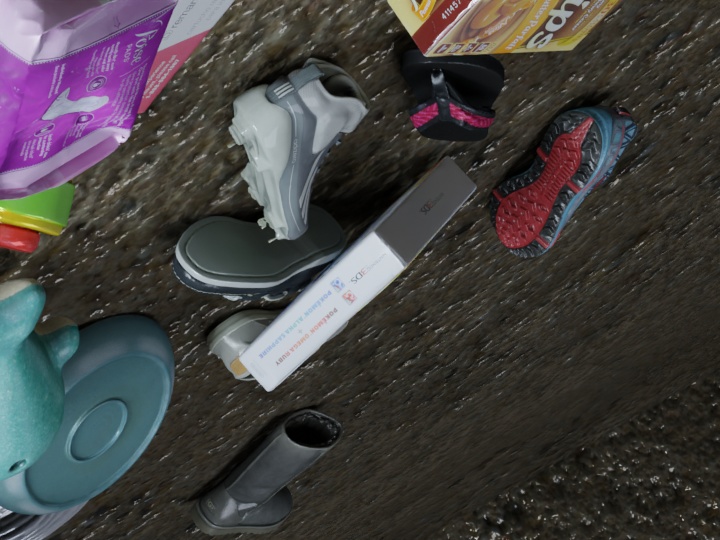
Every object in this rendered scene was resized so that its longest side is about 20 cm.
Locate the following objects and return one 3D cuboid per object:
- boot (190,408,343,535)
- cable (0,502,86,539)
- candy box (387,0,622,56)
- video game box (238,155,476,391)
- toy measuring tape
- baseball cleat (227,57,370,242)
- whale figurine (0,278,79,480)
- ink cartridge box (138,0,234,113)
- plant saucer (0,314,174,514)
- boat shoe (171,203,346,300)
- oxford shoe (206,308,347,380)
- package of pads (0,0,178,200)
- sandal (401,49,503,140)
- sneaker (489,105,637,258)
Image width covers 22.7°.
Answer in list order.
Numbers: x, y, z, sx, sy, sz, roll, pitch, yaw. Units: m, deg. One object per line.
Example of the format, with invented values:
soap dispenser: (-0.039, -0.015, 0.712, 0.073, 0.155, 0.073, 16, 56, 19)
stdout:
boot: (-0.091, 0.235, 2.135, 0.200, 0.073, 0.181, -49, 160, 26)
cable: (-0.324, 0.205, 1.590, 0.199, 0.069, 0.200, -34, 163, 2)
candy box: (0.122, -0.209, 1.264, 0.115, 0.056, 0.199, -44, 160, 33)
video game box: (0.000, 0.000, 1.541, 0.182, 0.047, 0.200, -40, -177, 29)
toy measuring tape: (-0.218, -0.051, 1.049, 0.073, 0.074, 0.200, -35, 165, 9)
baseball cleat: (-0.038, -0.085, 1.298, 0.106, 0.070, 0.200, -30, 164, -7)
whale figurine: (-0.265, 0.084, 1.294, 0.158, 0.104, 0.200, -22, 161, -30)
ink cartridge box: (-0.160, -0.144, 0.876, 0.199, 0.083, 0.146, -12, 154, -51)
plant saucer: (-0.227, 0.128, 1.503, 0.200, 0.027, 0.201, -36, 148, -27)
boat shoe: (-0.085, -0.004, 1.431, 0.199, 0.076, 0.060, -9, 146, -53)
oxford shoe: (-0.071, 0.070, 1.700, 0.075, 0.058, 0.200, -43, 163, 25)
package of pads: (-0.161, -0.136, 0.693, 0.075, 0.200, 0.121, -30, 164, -32)
sandal: (0.071, -0.121, 1.366, 0.074, 0.045, 0.200, 5, 166, 7)
sneaker: (0.202, -0.084, 1.729, 0.095, 0.080, 0.200, -22, 161, -39)
